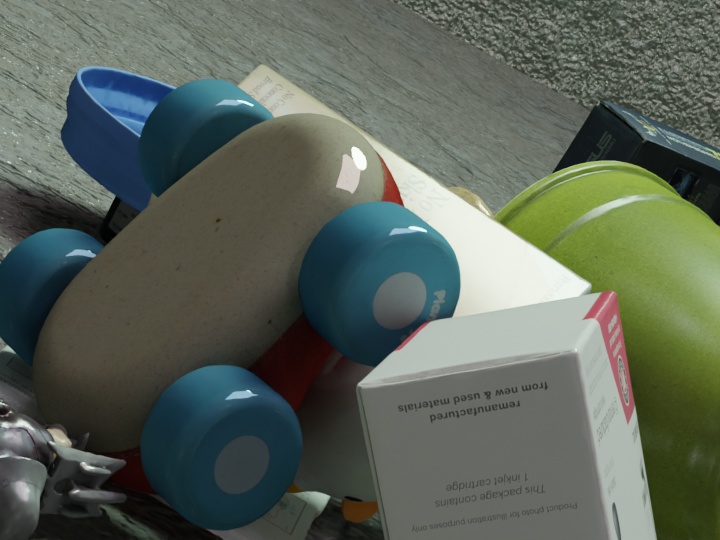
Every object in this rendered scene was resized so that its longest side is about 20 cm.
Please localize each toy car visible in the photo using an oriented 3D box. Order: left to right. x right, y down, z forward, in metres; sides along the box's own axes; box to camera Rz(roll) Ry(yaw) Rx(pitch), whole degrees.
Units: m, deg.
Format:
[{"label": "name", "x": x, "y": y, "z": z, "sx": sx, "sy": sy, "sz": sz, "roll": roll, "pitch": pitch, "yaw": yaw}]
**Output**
[{"label": "toy car", "x": -0.024, "y": 0.051, "z": 1.188, "sx": 0.200, "sy": 0.177, "sz": 0.184, "roll": 50, "pitch": -8, "yaw": -37}]

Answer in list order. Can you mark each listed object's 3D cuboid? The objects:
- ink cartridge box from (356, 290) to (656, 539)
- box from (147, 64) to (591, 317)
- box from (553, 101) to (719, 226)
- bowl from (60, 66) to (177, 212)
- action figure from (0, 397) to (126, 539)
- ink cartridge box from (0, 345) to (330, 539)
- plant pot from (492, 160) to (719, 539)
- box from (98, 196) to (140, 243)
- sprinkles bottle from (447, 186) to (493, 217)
[{"label": "ink cartridge box", "x": 0.066, "y": 0.120, "z": 1.023, "sx": 0.082, "sy": 0.201, "sz": 0.147, "roll": -9, "pitch": 6, "yaw": 11}, {"label": "box", "x": 0.000, "y": 0.000, "z": 1.343, "sx": 0.200, "sy": 0.078, "sz": 0.095, "roll": 33, "pitch": 47, "yaw": 10}, {"label": "box", "x": 0.151, "y": 0.012, "z": 1.659, "sx": 0.157, "sy": 0.201, "sz": 0.051, "roll": 17, "pitch": 19, "yaw": -44}, {"label": "bowl", "x": -0.077, "y": -0.050, "z": 1.555, "sx": 0.200, "sy": 0.040, "sz": 0.201, "roll": 26, "pitch": 13, "yaw": -6}, {"label": "action figure", "x": -0.170, "y": 0.052, "z": 1.088, "sx": 0.130, "sy": 0.069, "sz": 0.200, "roll": 29, "pitch": 13, "yaw": -44}, {"label": "ink cartridge box", "x": -0.090, "y": 0.073, "z": 1.270, "sx": 0.162, "sy": 0.057, "sz": 0.200, "roll": 30, "pitch": 25, "yaw": 0}, {"label": "plant pot", "x": 0.166, "y": 0.069, "z": 1.424, "sx": 0.200, "sy": 0.201, "sz": 0.193, "roll": 19, "pitch": 7, "yaw": -42}, {"label": "box", "x": -0.032, "y": 0.019, "z": 1.587, "sx": 0.200, "sy": 0.051, "sz": 0.157, "roll": 38, "pitch": 15, "yaw": 35}, {"label": "sprinkles bottle", "x": -0.020, "y": 0.005, "z": 1.442, "sx": 0.199, "sy": 0.069, "sz": 0.068, "roll": -14, "pitch": 38, "yaw": -35}]
